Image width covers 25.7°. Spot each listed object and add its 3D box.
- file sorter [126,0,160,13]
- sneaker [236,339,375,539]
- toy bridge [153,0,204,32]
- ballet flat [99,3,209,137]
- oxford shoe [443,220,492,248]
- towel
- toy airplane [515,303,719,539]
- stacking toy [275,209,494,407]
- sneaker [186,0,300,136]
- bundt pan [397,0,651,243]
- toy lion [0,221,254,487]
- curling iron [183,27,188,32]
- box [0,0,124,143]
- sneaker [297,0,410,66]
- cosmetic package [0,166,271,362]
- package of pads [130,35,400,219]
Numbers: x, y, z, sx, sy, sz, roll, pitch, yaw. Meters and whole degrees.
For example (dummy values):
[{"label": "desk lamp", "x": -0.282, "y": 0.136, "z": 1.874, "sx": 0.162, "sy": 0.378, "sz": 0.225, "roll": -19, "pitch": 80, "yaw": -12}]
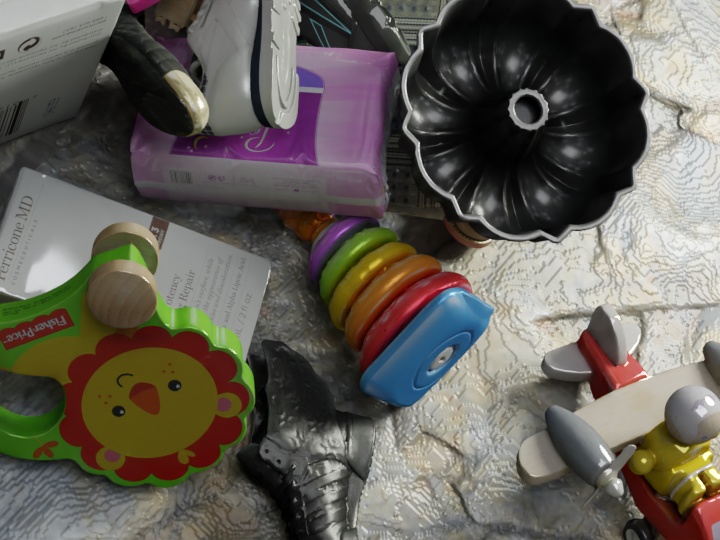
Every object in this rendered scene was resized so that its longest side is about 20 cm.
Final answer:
[{"label": "file sorter", "x": -0.116, "y": -0.312, "z": 1.125, "sx": 0.199, "sy": 0.126, "sz": 0.140, "roll": -27, "pitch": 63, "yaw": -3}, {"label": "sneaker", "x": -0.049, "y": 0.156, "z": 1.162, "sx": 0.103, "sy": 0.060, "sz": 0.202, "roll": 19, "pitch": 59, "yaw": -15}, {"label": "toy bridge", "x": -0.120, "y": -0.231, "z": 1.255, "sx": 0.027, "sy": 0.068, "sz": 0.200, "roll": 26, "pitch": 32, "yaw": -1}, {"label": "ballet flat", "x": -0.152, "y": -0.155, "z": 1.142, "sx": 0.056, "sy": 0.067, "sz": 0.200, "roll": -21, "pitch": 37, "yaw": -19}, {"label": "oxford shoe", "x": 0.112, "y": -0.117, "z": 1.322, "sx": 0.070, "sy": 0.074, "sz": 0.202, "roll": 18, "pitch": 65, "yaw": -16}, {"label": "towel", "x": 0.079, "y": -0.135, "z": 1.290, "sx": 0.198, "sy": 0.035, "sz": 0.195, "roll": 5, "pitch": 76, "yaw": 9}, {"label": "toy airplane", "x": 0.233, "y": 0.114, "z": 1.240, "sx": 0.198, "sy": 0.141, "sz": 0.201, "roll": 27, "pitch": 63, "yaw": -9}, {"label": "stacking toy", "x": 0.000, "y": 0.000, "z": 1.226, "sx": 0.110, "sy": 0.116, "sz": 0.200, "roll": -46, "pitch": 67, "yaw": 7}, {"label": "sneaker", "x": -0.090, "y": -0.189, "z": 1.177, "sx": 0.080, "sy": 0.077, "sz": 0.202, "roll": -9, "pitch": 54, "yaw": 17}, {"label": "bundt pan", "x": 0.116, "y": -0.111, "z": 1.204, "sx": 0.200, "sy": 0.076, "sz": 0.204, "roll": 3, "pitch": 77, "yaw": -13}, {"label": "toy lion", "x": -0.180, "y": 0.077, "z": 1.098, "sx": 0.198, "sy": 0.193, "sz": 0.069, "roll": -19, "pitch": 31, "yaw": 5}, {"label": "curling iron", "x": -0.105, "y": -0.177, "z": 1.292, "sx": 0.199, "sy": 0.026, "sz": 0.050, "roll": 39, "pitch": 40, "yaw": 2}, {"label": "box", "x": -0.295, "y": -0.172, "z": 1.113, "sx": 0.198, "sy": 0.200, "sz": 0.132, "roll": -25, "pitch": 80, "yaw": -27}, {"label": "sneaker", "x": -0.043, "y": -0.233, "z": 1.268, "sx": 0.079, "sy": 0.075, "sz": 0.201, "roll": -35, "pitch": 84, "yaw": 12}, {"label": "cosmetic package", "x": -0.175, "y": 0.012, "z": 1.160, "sx": 0.198, "sy": 0.074, "sz": 0.103, "roll": 20, "pitch": 64, "yaw": -14}, {"label": "package of pads", "x": -0.070, "y": -0.110, "z": 1.211, "sx": 0.198, "sy": 0.076, "sz": 0.122, "roll": 5, "pitch": 61, "yaw": 5}]
